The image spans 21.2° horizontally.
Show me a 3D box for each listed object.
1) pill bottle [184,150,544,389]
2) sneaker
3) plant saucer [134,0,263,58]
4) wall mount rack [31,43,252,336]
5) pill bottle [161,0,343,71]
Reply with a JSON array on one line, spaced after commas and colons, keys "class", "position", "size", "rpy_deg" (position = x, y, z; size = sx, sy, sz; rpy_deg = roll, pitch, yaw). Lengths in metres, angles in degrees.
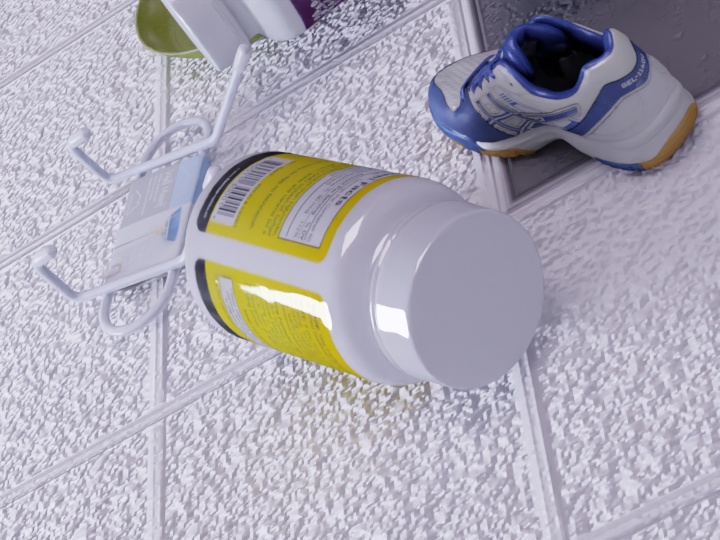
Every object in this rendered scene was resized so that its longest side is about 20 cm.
[{"class": "pill bottle", "position": [0.000, 0.000, 1.065], "size": [0.200, 0.114, 0.114], "rpy_deg": [15, 64, 51]}, {"class": "sneaker", "position": [0.102, -0.115, 1.109], "size": [0.200, 0.088, 0.075], "rpy_deg": [8, 61, 50]}, {"class": "plant saucer", "position": [-0.085, -0.231, 1.462], "size": [0.199, 0.031, 0.200], "rpy_deg": [-26, 38, 22]}, {"class": "wall mount rack", "position": [-0.133, -0.059, 1.292], "size": [0.173, 0.075, 0.201], "rpy_deg": [-20, 42, 29]}, {"class": "pill bottle", "position": [-0.044, -0.229, 1.321], "size": [0.200, 0.112, 0.112], "rpy_deg": [-38, 35, -1]}]
